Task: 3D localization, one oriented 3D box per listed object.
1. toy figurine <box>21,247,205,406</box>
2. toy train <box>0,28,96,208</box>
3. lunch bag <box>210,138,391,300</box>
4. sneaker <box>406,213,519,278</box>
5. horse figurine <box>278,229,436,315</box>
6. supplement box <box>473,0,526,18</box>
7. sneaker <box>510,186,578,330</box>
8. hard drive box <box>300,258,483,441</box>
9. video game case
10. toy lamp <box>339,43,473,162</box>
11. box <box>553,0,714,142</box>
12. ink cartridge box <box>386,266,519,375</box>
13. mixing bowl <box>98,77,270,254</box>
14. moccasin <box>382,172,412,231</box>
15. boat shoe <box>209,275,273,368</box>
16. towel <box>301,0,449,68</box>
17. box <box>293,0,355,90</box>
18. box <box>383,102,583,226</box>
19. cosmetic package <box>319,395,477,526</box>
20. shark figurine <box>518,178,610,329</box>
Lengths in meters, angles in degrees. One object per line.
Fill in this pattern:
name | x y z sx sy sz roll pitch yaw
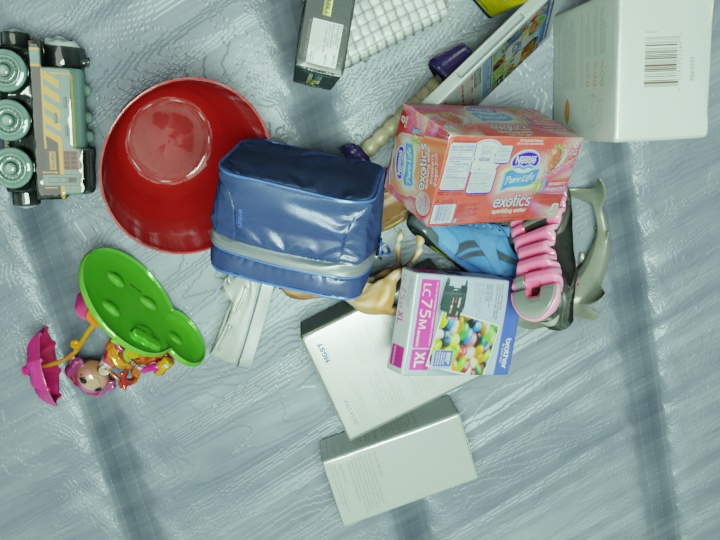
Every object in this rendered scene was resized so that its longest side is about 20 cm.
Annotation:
toy figurine | -0.327 0.101 0.884 0.183 0.152 0.200 -36 128 17
toy train | -0.373 -0.176 0.828 0.111 0.085 0.206 -2 101 -17
lunch bag | -0.060 -0.049 0.767 0.195 0.136 0.135 14 117 5
sneaker | 0.137 -0.041 0.884 0.198 0.066 0.079 29 96 -37
horse figurine | 0.000 0.000 0.856 0.196 0.050 0.135 24 90 11
supplement box | 0.170 -0.369 0.772 0.109 0.200 0.110 43 96 -13
sneaker | 0.238 -0.018 0.871 0.095 0.078 0.205 31 60 -36
hard drive box | 0.039 0.102 0.923 0.196 0.077 0.159 -25 103 0
video game case | 0.152 -0.239 0.830 0.199 0.143 0.018 -43 80 4
toy lamp | 0.063 -0.199 0.872 0.200 0.058 0.058 -44 102 5
box | 0.305 -0.232 0.813 0.103 0.200 0.157 -4 103 -3
ink cartridge box | 0.130 0.065 0.855 0.196 0.042 0.123 4 98 -33
mixing bowl | -0.210 -0.134 0.818 0.196 0.108 0.205 -14 122 -23
moccasin | 0.098 -0.108 0.887 0.198 0.074 0.079 -28 118 -4
boat shoe | -0.146 0.026 0.892 0.064 0.074 0.205 14 99 -12
towel | -0.002 -0.355 0.821 0.163 0.086 0.203 -27 102 -1
box | -0.028 -0.293 0.705 0.050 0.158 0.205 10 98 -9
box | 0.136 -0.120 0.779 0.196 0.095 0.105 -7 125 -32
cosmetic package | 0.050 0.258 0.961 0.195 0.074 0.104 -18 103 -3
shark figurine | 0.301 -0.002 0.922 0.125 0.090 0.219 20 101 -10
